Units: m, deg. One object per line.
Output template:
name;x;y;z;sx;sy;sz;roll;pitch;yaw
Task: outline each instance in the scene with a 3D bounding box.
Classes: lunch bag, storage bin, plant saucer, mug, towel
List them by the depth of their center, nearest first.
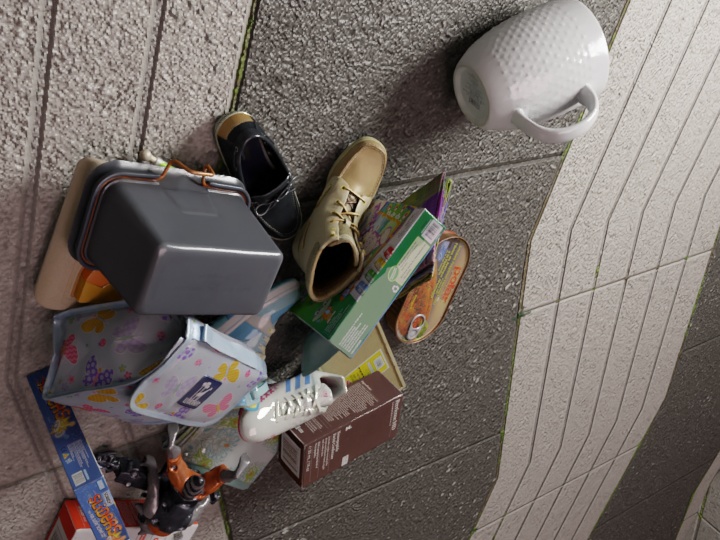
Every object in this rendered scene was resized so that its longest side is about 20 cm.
storage bin;-0.181;-0.030;0.809;0.199;0.134;0.147;3;120;-46
lunch bag;-0.230;0.111;0.876;0.197;0.129;0.170;-11;156;19
towel;0.060;-0.035;1.019;0.023;0.201;0.143;38;130;-21
mug;0.234;-0.251;1.023;0.174;0.201;0.148;-26;151;-15
plant saucer;-0.026;0.066;1.092;0.201;0.201;0.039;-45;95;-4
towel;-0.182;0.238;1.147;0.172;0.048;0.200;-49;138;1

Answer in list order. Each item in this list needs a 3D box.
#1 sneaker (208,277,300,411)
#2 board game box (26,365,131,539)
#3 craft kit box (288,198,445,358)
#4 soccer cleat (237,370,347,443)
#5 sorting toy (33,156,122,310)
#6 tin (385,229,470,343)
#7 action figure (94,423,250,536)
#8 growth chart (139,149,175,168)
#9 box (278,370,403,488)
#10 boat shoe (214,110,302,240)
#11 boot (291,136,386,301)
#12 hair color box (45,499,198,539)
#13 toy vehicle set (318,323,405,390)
sneaker;-0.141;0.109;1.023;0.199;0.080;0.131;-35;96;-4
board game box;-0.332;0.224;0.897;0.034;0.200;0.137;-24;133;-23
craft kit box;0.000;0.000;0.998;0.048;0.197;0.201;38;84;-19
soccer cleat;-0.094;0.189;1.098;0.199;0.085;0.071;-24;104;-56
sorting toy;-0.251;-0.026;0.877;0.198;0.036;0.187;9;115;-42
tin;0.110;0.026;1.242;0.111;0.042;0.202;6;116;-38
action figure;-0.267;0.294;1.031;0.198;0.105;0.194;19;123;-24
growth chart;-0.251;-0.035;0.911;0.144;0.018;0.201;23;106;-46
box;-0.031;0.251;1.212;0.199;0.075;0.101;-23;134;-34
boat shoe;-0.117;-0.105;0.938;0.074;0.062;0.201;-37;138;-14
boot;-0.018;-0.068;0.974;0.072;0.156;0.201;31;102;-19
hair color box;-0.352;0.396;1.110;0.199;0.064;0.112;18;108;-44
toy vehicle set;-0.001;0.169;1.262;0.124;0.026;0.201;-36;137;-13
